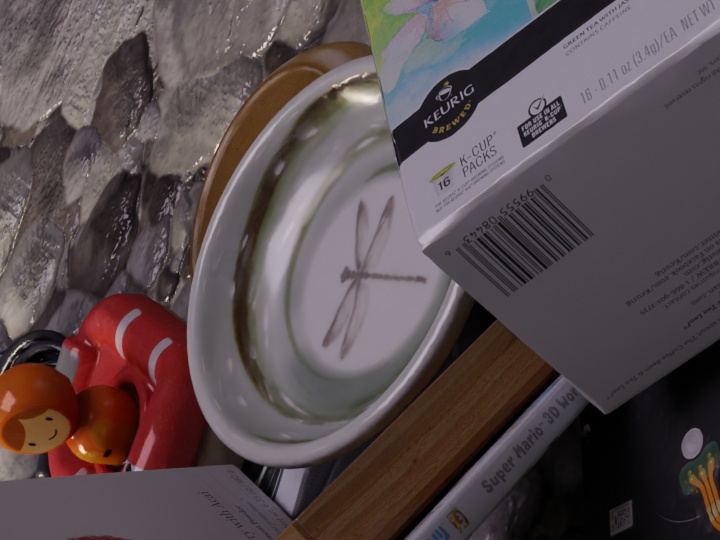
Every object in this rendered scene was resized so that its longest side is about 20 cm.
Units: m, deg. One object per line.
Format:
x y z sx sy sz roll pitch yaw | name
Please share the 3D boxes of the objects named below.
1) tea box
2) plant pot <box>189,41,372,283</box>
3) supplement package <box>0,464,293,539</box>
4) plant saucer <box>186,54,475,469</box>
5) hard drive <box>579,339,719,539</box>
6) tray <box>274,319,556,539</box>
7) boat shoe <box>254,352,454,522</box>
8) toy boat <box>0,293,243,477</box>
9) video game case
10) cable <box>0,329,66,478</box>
0.121 -0.092 0.963 0.200 0.134 0.197 -36 37 20 | tea box
-0.044 -0.039 1.356 0.200 0.027 0.201 -35 44 44 | plant pot
-0.124 0.173 1.109 0.121 0.199 0.120 38 120 45 | supplement package
0.000 0.000 1.114 0.200 0.050 0.201 -27 52 40 | plant saucer
0.147 0.101 0.961 0.140 0.038 0.201 -34 45 45 | hard drive
0.031 0.073 1.032 0.200 0.037 0.099 -44 -3 -33 | tray
-0.023 0.101 1.197 0.201 0.072 0.071 -61 36 19 | boat shoe
-0.147 0.086 1.339 0.200 0.130 0.131 31 106 59 | toy boat
0.021 0.115 0.980 0.143 0.018 0.200 -47 -4 38 | video game case
-0.228 0.113 1.540 0.164 0.051 0.200 -62 31 13 | cable
